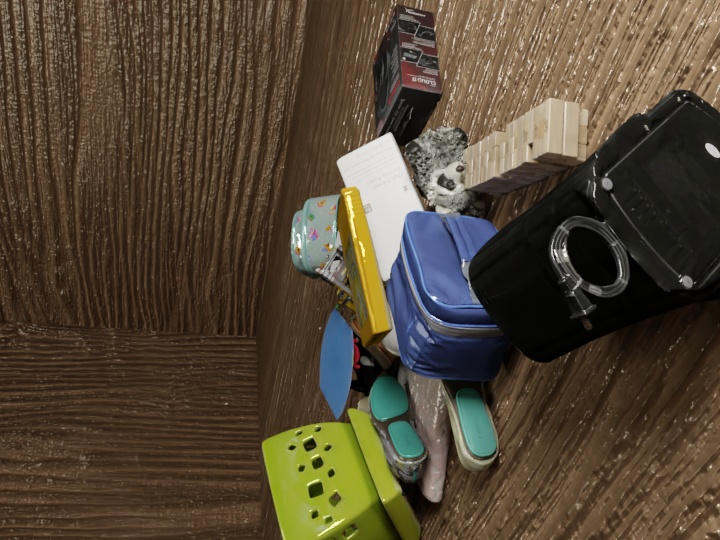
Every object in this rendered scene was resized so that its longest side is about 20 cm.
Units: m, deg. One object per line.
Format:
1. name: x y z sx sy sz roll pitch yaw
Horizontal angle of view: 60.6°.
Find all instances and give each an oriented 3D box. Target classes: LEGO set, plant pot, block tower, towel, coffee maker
1. LEGO set: -0.004 -0.027 1.085 0.203 0.114 0.154 -56 3 -1
2. plant pot: -0.022 0.350 0.950 0.202 0.178 0.202 -118 4 -49
3. block tower: 0.179 -0.131 0.695 0.200 0.052 0.060 171 104 -75
4. towel: 0.094 0.219 0.952 0.191 0.031 0.207 -161 75 -74
5. coffee maker: 0.163 -0.014 0.465 0.200 0.187 0.138 125 130 -65

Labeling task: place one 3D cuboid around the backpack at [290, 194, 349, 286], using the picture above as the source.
1. backpack: -0.064 -0.064 1.282 0.200 0.148 0.182 42 -130 -74

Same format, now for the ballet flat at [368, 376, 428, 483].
1. ballet flat: 0.052 0.242 0.924 0.201 0.070 0.074 -113 32 -64

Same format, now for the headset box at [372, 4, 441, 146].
1. headset box: 0.078 -0.335 1.097 0.149 0.075 0.206 123 149 -60

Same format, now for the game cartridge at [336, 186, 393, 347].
1. game cartridge: 0.000 0.000 0.885 0.177 0.031 0.206 109 148 -76

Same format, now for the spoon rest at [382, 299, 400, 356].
1. spoon rest: 0.075 0.053 0.972 0.203 0.097 0.062 -93 -15 -49

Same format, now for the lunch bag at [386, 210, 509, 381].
1. lunch bag: 0.112 0.014 0.744 0.203 0.132 0.135 -103 22 -48

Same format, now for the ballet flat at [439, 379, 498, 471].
1. ballet flat: 0.128 0.154 0.788 0.063 0.065 0.205 101 167 -58

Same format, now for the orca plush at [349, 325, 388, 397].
1. orca plush: 0.002 0.188 1.150 0.107 0.069 0.203 95 154 -53

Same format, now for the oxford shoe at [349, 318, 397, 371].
1. oxford shoe: 0.033 0.112 1.069 0.071 0.072 0.200 -43 18 -6

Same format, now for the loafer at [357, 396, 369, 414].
1. loafer: 0.020 0.276 1.076 0.203 0.067 0.076 94 -173 -45

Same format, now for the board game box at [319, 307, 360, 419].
1. board game box: -0.028 0.165 1.111 0.200 0.038 0.163 -140 59 -68

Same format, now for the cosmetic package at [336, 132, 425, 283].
1. cosmetic package: 0.047 -0.091 0.942 0.205 0.100 0.074 67 -171 14

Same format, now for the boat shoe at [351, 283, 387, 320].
1. boat shoe: 0.032 0.081 1.173 0.063 0.071 0.201 -46 -7 -25

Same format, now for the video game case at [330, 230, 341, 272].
1. video game case: 0.005 -0.084 1.184 0.200 0.018 0.147 -40 -32 -55

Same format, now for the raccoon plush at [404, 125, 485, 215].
1. raccoon plush: 0.131 -0.112 0.891 0.200 0.094 0.138 49 -156 -69
